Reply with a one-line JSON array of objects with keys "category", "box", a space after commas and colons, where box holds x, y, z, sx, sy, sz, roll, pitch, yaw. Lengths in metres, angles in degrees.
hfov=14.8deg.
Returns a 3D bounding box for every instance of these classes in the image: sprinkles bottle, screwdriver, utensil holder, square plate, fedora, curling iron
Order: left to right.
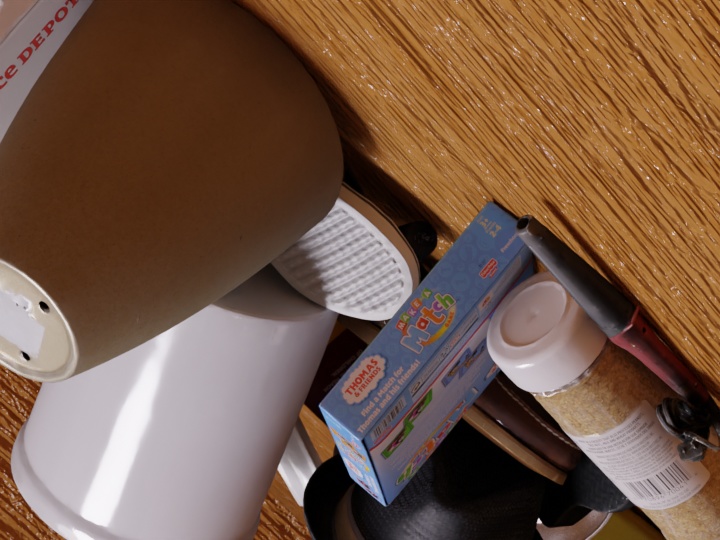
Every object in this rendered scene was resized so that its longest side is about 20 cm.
[{"category": "utensil holder", "box": [-0.115, 0.065, 1.765, 0.169, 0.201, 0.170, 17, -151, -10]}, {"category": "square plate", "box": [-0.069, 0.085, 1.941, 0.201, 0.028, 0.198, 61, 180, -6]}, {"category": "screwdriver", "box": [0.000, 0.000, 1.779, 0.200, 0.029, 0.028, 151, 113, -65]}, {"category": "fedora", "box": [0.060, 0.151, 1.787, 0.200, 0.092, 0.201, 21, -153, -11]}, {"category": "sprinkles bottle", "box": [0.152, 0.083, 1.579, 0.200, 0.068, 0.068, 46, 169, -35]}, {"category": "curling iron", "box": [0.145, 0.035, 1.495, 0.200, 0.025, 0.050, 50, -156, -32]}]

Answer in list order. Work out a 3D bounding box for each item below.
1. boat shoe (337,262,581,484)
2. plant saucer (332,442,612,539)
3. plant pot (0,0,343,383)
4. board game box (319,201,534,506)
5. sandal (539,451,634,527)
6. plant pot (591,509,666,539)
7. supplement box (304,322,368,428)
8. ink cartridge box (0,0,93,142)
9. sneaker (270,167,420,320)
[{"category": "boat shoe", "box": [0.070, 0.056, 1.772, 0.200, 0.070, 0.070, 39, 180, 24]}, {"category": "plant saucer", "box": [0.081, 0.133, 1.912, 0.199, 0.032, 0.201, 4, 135, 4]}, {"category": "plant pot", "box": [-0.141, -0.034, 1.574, 0.187, 0.200, 0.188, 25, 142, 21]}, {"category": "board game box", "box": [0.044, 0.053, 1.608, 0.037, 0.151, 0.200, 38, 171, 14]}, {"category": "sandal", "box": [0.157, 0.121, 1.784, 0.200, 0.048, 0.076, 142, 119, -73]}, {"category": "plant pot", "box": [0.200, 0.301, 2.117, 0.176, 0.201, 0.200, 28, 171, 1]}, {"category": "supplement box", "box": [0.016, 0.081, 1.986, 0.200, 0.086, 0.110, 45, -172, -30]}, {"category": "ink cartridge box", "box": [-0.206, -0.108, 1.720, 0.084, 0.146, 0.200, 34, 169, 33]}, {"category": "sneaker", "box": [-0.040, -0.044, 1.715, 0.199, 0.079, 0.079, 31, -150, 13]}]
